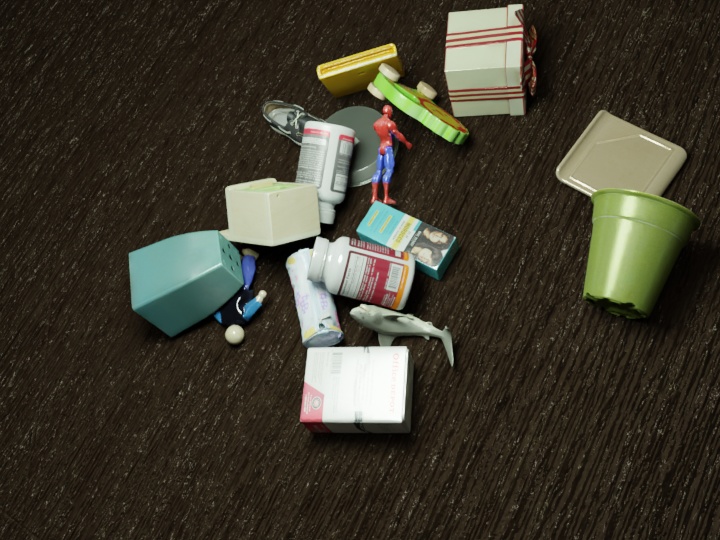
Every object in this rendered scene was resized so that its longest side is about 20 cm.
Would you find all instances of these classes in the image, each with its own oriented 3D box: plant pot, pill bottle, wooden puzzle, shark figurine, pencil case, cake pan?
[{"bbox_3d":[-0.348,0.012,1.694,0.198,0.141,0.143,-24,54,12],"label":"plant pot"},{"bbox_3d":[0.000,0.000,1.607,0.197,0.113,0.115,15,66,-5],"label":"pill bottle"},{"bbox_3d":[0.520,-0.208,1.656,0.199,0.037,0.186,34,77,22],"label":"wooden puzzle"},{"bbox_3d":[0.489,-0.021,1.497,0.197,0.200,0.193,16,81,22],"label":"plant pot"},{"bbox_3d":[-0.079,-0.204,1.739,0.109,0.110,0.204,11,94,20],"label":"pill bottle"},{"bbox_3d":[0.080,0.124,1.600,0.211,0.128,0.091,16,94,3],"label":"shark figurine"},{"bbox_3d":[-0.094,0.057,1.656,0.082,0.091,0.203,-19,60,6],"label":"pencil case"},{"bbox_3d":[-0.015,-0.281,1.831,0.197,0.037,0.203,-6,64,12],"label":"cake pan"}]

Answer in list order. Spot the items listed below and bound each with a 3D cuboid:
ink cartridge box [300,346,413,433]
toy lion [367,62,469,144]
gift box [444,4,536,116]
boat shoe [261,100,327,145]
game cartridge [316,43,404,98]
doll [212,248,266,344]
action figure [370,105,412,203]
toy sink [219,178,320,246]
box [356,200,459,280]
[{"bbox_3d":[-0.002,0.225,1.552,0.196,0.085,0.147,-2,64,15],"label":"ink cartridge box"},{"bbox_3d":[0.134,-0.337,1.739,0.069,0.198,0.192,-54,48,21],"label":"toy lion"},{"bbox_3d":[0.278,-0.441,1.744,0.183,0.200,0.188,0,69,13],"label":"gift box"},{"bbox_3d":[-0.147,-0.335,1.855,0.199,0.060,0.074,31,80,41],"label":"boat shoe"},{"bbox_3d":[0.005,-0.435,1.814,0.173,0.200,0.033,-15,89,7],"label":"game cartridge"},{"bbox_3d":[-0.253,0.055,1.722,0.134,0.048,0.203,-7,63,22],"label":"doll"},{"bbox_3d":[0.070,-0.245,1.753,0.065,0.098,0.204,7,100,43],"label":"action figure"},{"bbox_3d":[-0.197,-0.124,1.696,0.198,0.129,0.114,9,108,46],"label":"toy sink"},{"bbox_3d":[0.095,-0.063,1.687,0.198,0.049,0.083,26,74,25],"label":"box"}]
